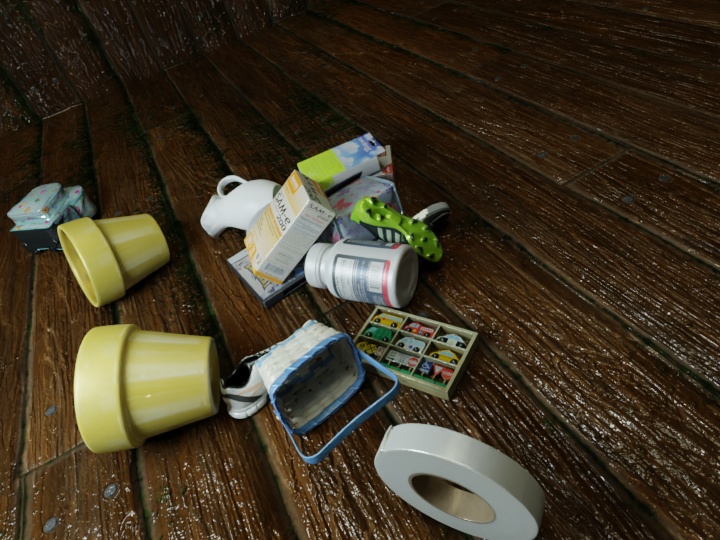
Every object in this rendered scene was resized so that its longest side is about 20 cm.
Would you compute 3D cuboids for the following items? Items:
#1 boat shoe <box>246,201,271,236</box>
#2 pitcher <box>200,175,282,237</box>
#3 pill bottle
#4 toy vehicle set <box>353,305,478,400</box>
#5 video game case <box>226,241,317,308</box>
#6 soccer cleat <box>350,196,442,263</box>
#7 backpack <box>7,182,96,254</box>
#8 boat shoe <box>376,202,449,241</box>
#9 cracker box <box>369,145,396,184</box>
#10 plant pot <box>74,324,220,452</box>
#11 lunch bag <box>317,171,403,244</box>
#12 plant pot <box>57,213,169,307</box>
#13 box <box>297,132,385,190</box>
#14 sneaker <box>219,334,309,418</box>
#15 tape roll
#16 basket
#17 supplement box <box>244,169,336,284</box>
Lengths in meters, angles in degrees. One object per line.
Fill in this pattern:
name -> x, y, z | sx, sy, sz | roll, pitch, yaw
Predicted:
boat shoe -> -0.176, -0.130, 1.148 | 0.200, 0.072, 0.069 | -34, 10, -1
pitcher -> -0.281, -0.176, 1.259 | 0.199, 0.121, 0.172 | -8, 64, 21
pill bottle -> 0.000, 0.000, 0.981 | 0.199, 0.120, 0.120 | 8, 48, 27
toy vehicle set -> 0.086, 0.135, 0.873 | 0.199, 0.027, 0.124 | 13, 50, 31
video game case -> -0.182, -0.020, 1.137 | 0.180, 0.026, 0.200 | -34, 44, -18
soccer cleat -> 0.072, -0.076, 1.001 | 0.068, 0.200, 0.081 | -62, 12, -22
backpack -> -0.866, -0.161, 1.442 | 0.175, 0.154, 0.200 | -5, 36, 22
boat shoe -> 0.116, -0.074, 1.069 | 0.200, 0.069, 0.057 | -32, 70, -16
cracker box -> -0.012, -0.244, 1.296 | 0.199, 0.058, 0.134 | -10, 42, 8
plant pot -> -0.339, 0.186, 0.848 | 0.188, 0.201, 0.201 | -5, 40, -10
lunch bag -> -0.028, -0.133, 1.133 | 0.169, 0.127, 0.200 | -33, 29, -17
plant pot -> -0.563, -0.043, 1.184 | 0.189, 0.201, 0.201 | -28, 40, -33
box -> -0.044, -0.259, 1.242 | 0.199, 0.048, 0.122 | -25, 42, -5
sneaker -> -0.156, 0.167, 0.886 | 0.074, 0.080, 0.200 | 25, 55, 40
tape roll -> 0.113, 0.254, 0.604 | 0.202, 0.203, 0.037 | 9, 48, 27
basket -> -0.056, 0.178, 0.789 | 0.176, 0.139, 0.200 | -34, 36, -17
supplement box -> -0.151, -0.089, 1.050 | 0.200, 0.073, 0.126 | -50, 40, 18
